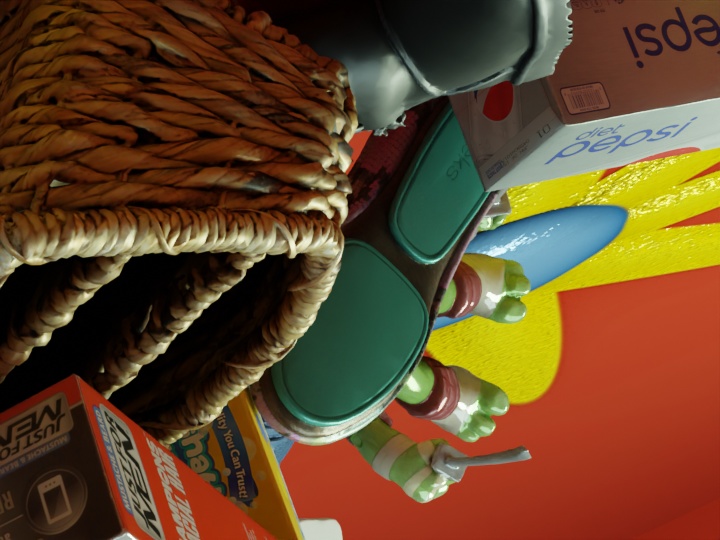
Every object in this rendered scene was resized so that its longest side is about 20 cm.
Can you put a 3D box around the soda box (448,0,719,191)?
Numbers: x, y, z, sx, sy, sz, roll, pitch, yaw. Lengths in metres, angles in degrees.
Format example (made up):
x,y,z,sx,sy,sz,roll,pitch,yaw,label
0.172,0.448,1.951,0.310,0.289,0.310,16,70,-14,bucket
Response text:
x,y,z,sx,sy,sz,roll,pitch,yaw,label
0.135,-0.088,1.036,0.200,0.064,0.068,-12,164,-33,soda box

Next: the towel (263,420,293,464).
x,y,z,sx,sy,sz,roll,pitch,yaw,label
-0.081,0.061,1.184,0.049,0.112,0.200,-45,173,-22,towel

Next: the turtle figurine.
x,y,z,sx,sy,sz,roll,pitch,yaw,label
0.050,0.038,1.224,0.200,0.144,0.194,-22,169,19,turtle figurine

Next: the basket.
x,y,z,sx,sy,sz,roll,pitch,yaw,label
-0.095,0.018,0.787,0.143,0.149,0.200,30,130,-24,basket

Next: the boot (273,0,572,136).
x,y,z,sx,sy,sz,roll,pitch,yaw,label
-0.030,-0.075,0.863,0.200,0.066,0.165,-16,164,-1,boot

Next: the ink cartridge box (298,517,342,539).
x,y,z,sx,sy,sz,roll,pitch,yaw,label
-0.127,0.162,1.173,0.200,0.084,0.145,-4,175,28,ink cartridge box

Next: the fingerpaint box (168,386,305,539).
x,y,z,sx,sy,sz,roll,pitch,yaw,label
-0.124,0.067,0.958,0.167,0.200,0.073,-20,165,-1,fingerpaint box

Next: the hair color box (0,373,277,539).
x,y,z,sx,sy,sz,roll,pitch,yaw,label
-0.085,0.120,0.814,0.111,0.064,0.200,-28,147,9,hair color box

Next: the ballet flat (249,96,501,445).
x,y,z,sx,sy,sz,roll,pitch,yaw,label
0.000,0.000,1.006,0.071,0.069,0.200,-21,-150,48,ballet flat
